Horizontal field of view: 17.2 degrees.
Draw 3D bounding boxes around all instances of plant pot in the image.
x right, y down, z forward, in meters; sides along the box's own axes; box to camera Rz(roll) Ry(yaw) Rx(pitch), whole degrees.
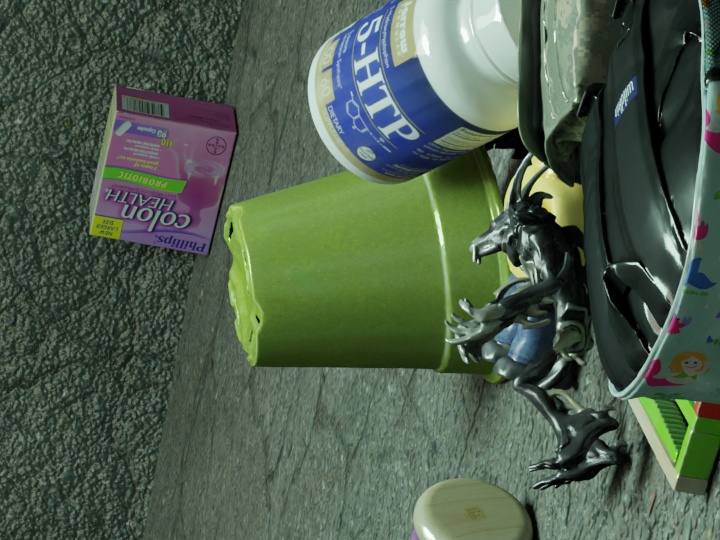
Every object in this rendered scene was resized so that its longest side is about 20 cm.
[{"bbox_3d":[0.000,0.000,1.789,0.200,0.189,0.201,171,90,-79],"label":"plant pot"}]

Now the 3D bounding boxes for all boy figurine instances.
[{"bbox_3d":[0.130,-0.026,1.624,0.124,0.064,0.201,-133,54,-73],"label":"boy figurine"}]

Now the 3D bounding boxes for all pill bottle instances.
[{"bbox_3d":[0.065,-0.144,1.652,0.200,0.119,0.120,-26,52,49],"label":"pill bottle"}]

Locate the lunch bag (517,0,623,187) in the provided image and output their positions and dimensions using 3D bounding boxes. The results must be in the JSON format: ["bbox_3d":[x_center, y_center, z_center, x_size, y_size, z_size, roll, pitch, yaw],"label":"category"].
[{"bbox_3d":[0.158,-0.149,1.473,0.200,0.117,0.165,118,156,-77],"label":"lunch bag"}]

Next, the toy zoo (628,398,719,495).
[{"bbox_3d":[0.200,0.010,1.366,0.131,0.020,0.201,-107,29,-65],"label":"toy zoo"}]

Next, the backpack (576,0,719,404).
[{"bbox_3d":[0.182,-0.029,1.165,0.178,0.150,0.201,109,173,-46],"label":"backpack"}]

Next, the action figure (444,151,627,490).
[{"bbox_3d":[0.103,0.032,1.499,0.119,0.102,0.201,43,-147,-71],"label":"action figure"}]

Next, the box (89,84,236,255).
[{"bbox_3d":[-0.284,-0.143,3.400,0.097,0.175,0.201,-102,25,-61],"label":"box"}]

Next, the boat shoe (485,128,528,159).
[{"bbox_3d":[0.112,-0.178,1.799,0.093,0.074,0.201,125,153,-47],"label":"boat shoe"}]

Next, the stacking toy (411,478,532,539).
[{"bbox_3d":[0.061,0.248,1.702,0.086,0.085,0.201,-97,16,-54],"label":"stacking toy"}]
